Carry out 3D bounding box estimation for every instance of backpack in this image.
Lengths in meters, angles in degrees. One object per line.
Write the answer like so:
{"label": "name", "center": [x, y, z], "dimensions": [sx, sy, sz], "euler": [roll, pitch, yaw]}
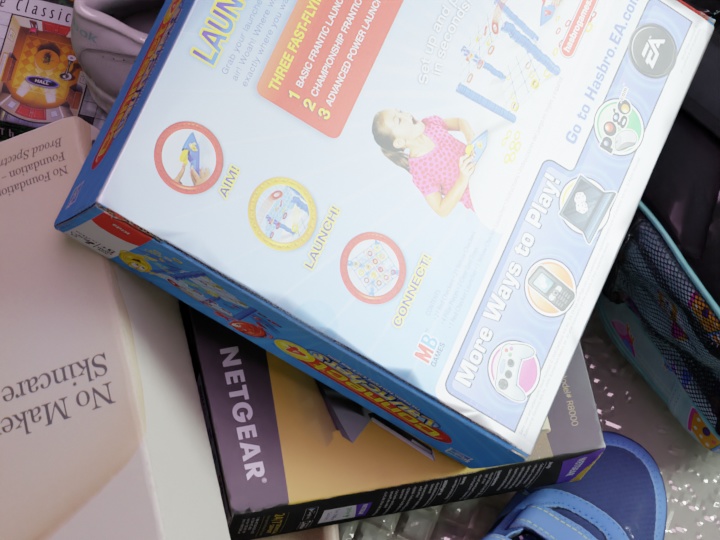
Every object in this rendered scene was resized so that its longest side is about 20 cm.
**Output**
{"label": "backpack", "center": [0.171, -0.034, 1.195], "dimensions": [0.175, 0.154, 0.200], "euler": [-29, 69, -20]}

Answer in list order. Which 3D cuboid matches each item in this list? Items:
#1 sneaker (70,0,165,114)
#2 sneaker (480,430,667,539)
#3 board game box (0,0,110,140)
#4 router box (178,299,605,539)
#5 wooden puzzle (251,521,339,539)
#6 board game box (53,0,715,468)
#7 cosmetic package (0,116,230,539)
{"label": "sneaker", "center": [-0.028, -0.114, 1.200], "dimensions": [0.199, 0.089, 0.076], "euler": [-13, 65, 2]}
{"label": "sneaker", "center": [0.069, 0.140, 1.133], "dimensions": [0.074, 0.082, 0.200], "euler": [33, 61, 11]}
{"label": "board game box", "center": [-0.138, -0.104, 1.266], "dimensions": [0.199, 0.023, 0.105], "euler": [13, 60, -1]}
{"label": "router box", "center": [0.000, 0.000, 1.138], "dimensions": [0.156, 0.052, 0.201], "euler": [-10, 72, -12]}
{"label": "wooden puzzle", "center": [-0.107, 0.151, 1.118], "dimensions": [0.199, 0.046, 0.186], "euler": [-2, 67, -8]}
{"label": "board game box", "center": [0.013, -0.057, 1.067], "dimensions": [0.195, 0.056, 0.201], "euler": [31, 71, -16]}
{"label": "cosmetic package", "center": [-0.120, 0.055, 1.072], "dimensions": [0.103, 0.073, 0.201], "euler": [-20, 68, 15]}
